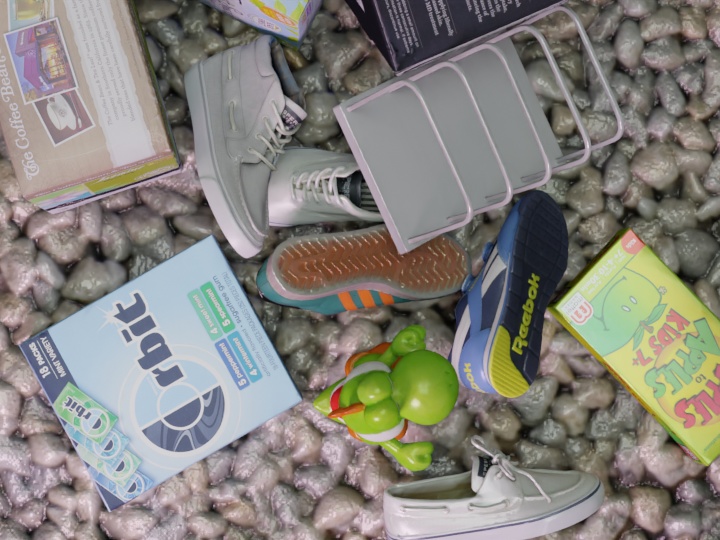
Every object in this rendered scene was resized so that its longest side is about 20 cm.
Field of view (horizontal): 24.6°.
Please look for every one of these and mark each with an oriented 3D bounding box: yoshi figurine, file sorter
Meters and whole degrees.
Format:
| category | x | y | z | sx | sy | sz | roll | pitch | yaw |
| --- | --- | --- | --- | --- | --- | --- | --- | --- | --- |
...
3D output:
| category | x | y | z | sx | sy | sz | roll | pitch | yaw |
| --- | --- | --- | --- | --- | --- | --- | --- | --- | --- |
| yoshi figurine | 0.035 | 0.107 | 1.412 | 0.112 | 0.200 | 0.112 | 38 | 87 | -1 |
| file sorter | 0.109 | -0.126 | 1.418 | 0.199 | 0.124 | 0.140 | -28 | 96 | -31 |

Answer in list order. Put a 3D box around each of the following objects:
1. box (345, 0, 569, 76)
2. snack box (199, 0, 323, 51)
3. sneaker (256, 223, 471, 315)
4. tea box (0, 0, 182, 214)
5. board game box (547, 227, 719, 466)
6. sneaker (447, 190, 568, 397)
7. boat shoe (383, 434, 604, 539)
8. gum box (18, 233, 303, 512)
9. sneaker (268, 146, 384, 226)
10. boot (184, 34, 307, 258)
| category | x | y | z | sx | sy | sz | roll | pitch | yaw |
| --- | --- | --- | --- | --- | --- | --- | --- | --- | --- |
| box | 0.076 | -0.291 | 1.412 | 0.195 | 0.200 | 0.125 | -22 | 123 | -4 |
| snack box | -0.127 | -0.273 | 1.429 | 0.198 | 0.169 | 0.068 | 26 | 88 | -1 |
| sneaker | 0.000 | 0.000 | 1.484 | 0.198 | 0.080 | 0.072 | 0 | 77 | -23 |
| tea box | -0.243 | -0.168 | 1.407 | 0.132 | 0.197 | 0.202 | -17 | 90 | -3 |
| board game box | 0.275 | 0.069 | 1.501 | 0.102 | 0.048 | 0.200 | -45 | 91 | -3 |
| sneaker | 0.127 | 0.018 | 1.479 | 0.074 | 0.082 | 0.202 | 36 | 62 | -31 |
| boat shoe | 0.115 | 0.190 | 1.475 | 0.199 | 0.075 | 0.087 | -11 | 106 | 3 |
| gum box | -0.177 | 0.091 | 1.480 | 0.199 | 0.045 | 0.171 | -29 | 90 | -2 |
| sneaker | -0.027 | -0.078 | 1.478 | 0.197 | 0.071 | 0.074 | -3 | 89 | -3 |
| boot | -0.090 | -0.115 | 1.437 | 0.095 | 0.073 | 0.202 | -24 | 62 | 17 |
